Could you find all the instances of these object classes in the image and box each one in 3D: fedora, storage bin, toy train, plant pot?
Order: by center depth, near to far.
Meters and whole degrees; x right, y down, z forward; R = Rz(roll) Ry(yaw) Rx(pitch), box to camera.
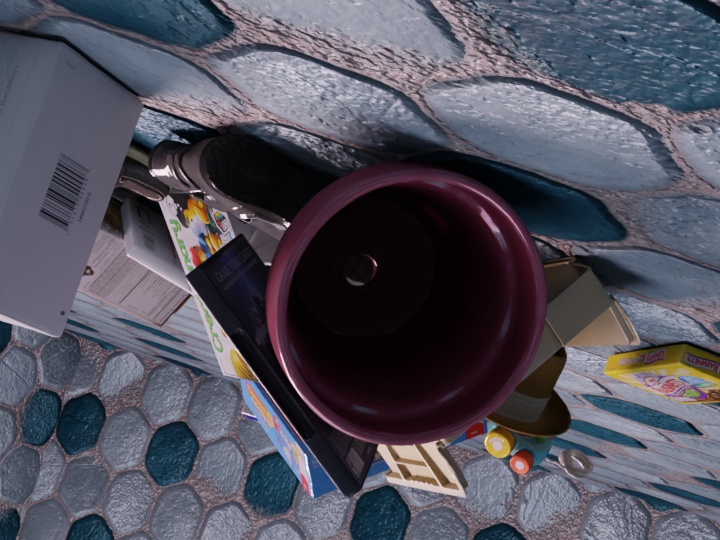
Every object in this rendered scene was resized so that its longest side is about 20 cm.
[{"bbox_3d":[0.020,0.011,1.065,0.199,0.201,0.179,21,-174,-16],"label":"plant pot"},{"bbox_3d":[0.106,0.088,1.196,0.094,0.200,0.198,55,163,-8],"label":"storage bin"},{"bbox_3d":[0.136,0.077,1.379,0.200,0.082,0.201,28,-160,-11],"label":"fedora"},{"bbox_3d":[0.174,0.127,1.489,0.149,0.056,0.200,4,-140,-28],"label":"toy train"}]

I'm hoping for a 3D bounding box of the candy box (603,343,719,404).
[{"bbox_3d":[0.331,0.108,1.442,0.102,0.027,0.200,23,169,-7],"label":"candy box"}]

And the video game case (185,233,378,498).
[{"bbox_3d":[-0.053,0.068,1.083,0.200,0.019,0.143,54,-167,-4],"label":"video game case"}]

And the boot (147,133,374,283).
[{"bbox_3d":[-0.074,-0.059,1.197,0.200,0.070,0.131,36,166,-26],"label":"boot"}]

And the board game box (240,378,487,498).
[{"bbox_3d":[-0.002,0.128,1.452,0.195,0.056,0.200,-18,-149,-18],"label":"board game box"}]

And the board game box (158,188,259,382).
[{"bbox_3d":[-0.120,0.011,1.342,0.035,0.201,0.126,-28,-162,-31],"label":"board game box"}]

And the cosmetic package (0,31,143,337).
[{"bbox_3d":[-0.308,-0.077,1.090,0.199,0.201,0.123,13,169,27],"label":"cosmetic package"}]

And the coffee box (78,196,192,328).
[{"bbox_3d":[-0.282,-0.026,1.556,0.200,0.080,0.114,31,-165,-53],"label":"coffee box"}]

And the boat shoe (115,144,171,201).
[{"bbox_3d":[-0.255,-0.098,1.272,0.073,0.065,0.200,7,165,47],"label":"boat shoe"}]

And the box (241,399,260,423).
[{"bbox_3d":[-0.041,0.118,1.715,0.104,0.185,0.200,13,168,21],"label":"box"}]

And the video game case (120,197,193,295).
[{"bbox_3d":[-0.171,0.001,1.535,0.199,0.018,0.143,33,-168,-23],"label":"video game case"}]

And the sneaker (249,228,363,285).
[{"bbox_3d":[-0.016,0.016,1.240,0.199,0.092,0.076,22,152,18],"label":"sneaker"}]
